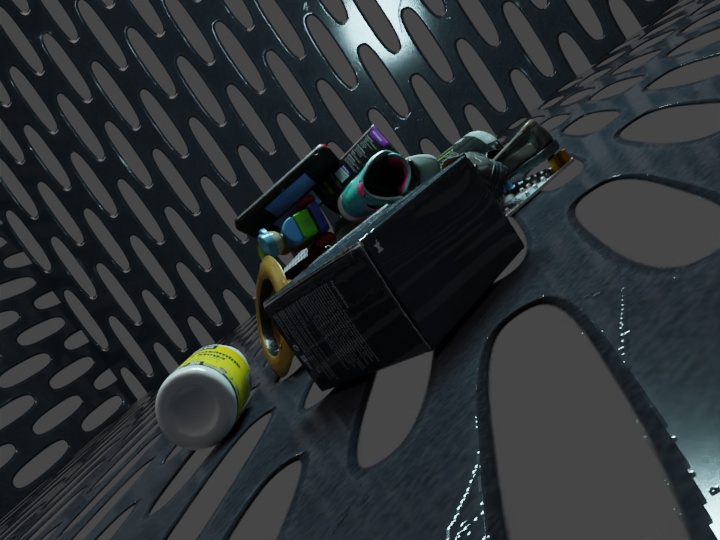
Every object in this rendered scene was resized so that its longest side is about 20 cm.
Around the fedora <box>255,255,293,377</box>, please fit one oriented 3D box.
[{"bbox_3d":[-0.108,0.069,1.029,0.080,0.206,0.200,-5,-7,-22],"label":"fedora"}]

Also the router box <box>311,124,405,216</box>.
[{"bbox_3d":[0.016,-0.156,1.161,0.149,0.051,0.199,-44,-20,10],"label":"router box"}]

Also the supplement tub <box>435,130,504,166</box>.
[{"bbox_3d":[0.171,-0.154,1.192,0.199,0.124,0.122,-38,5,-21],"label":"supplement tub"}]

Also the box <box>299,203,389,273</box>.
[{"bbox_3d":[0.000,0.000,1.029,0.131,0.116,0.200,-39,3,-17],"label":"box"}]

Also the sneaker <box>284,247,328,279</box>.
[{"bbox_3d":[-0.117,0.046,1.221,0.111,0.077,0.203,-30,-32,-36],"label":"sneaker"}]

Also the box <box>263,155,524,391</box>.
[{"bbox_3d":[0.034,0.006,0.702,0.199,0.125,0.196,-40,5,-39],"label":"box"}]

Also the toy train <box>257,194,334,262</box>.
[{"bbox_3d":[-0.125,-0.045,1.115,0.114,0.086,0.200,-28,-4,-20],"label":"toy train"}]

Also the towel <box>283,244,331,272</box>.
[{"bbox_3d":[-0.121,0.028,1.429,0.200,0.085,0.167,-42,20,35],"label":"towel"}]

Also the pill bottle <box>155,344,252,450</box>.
[{"bbox_3d":[-0.220,0.174,0.965,0.112,0.113,0.200,-35,5,3],"label":"pill bottle"}]

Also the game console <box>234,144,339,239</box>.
[{"bbox_3d":[-0.110,-0.124,1.120,0.199,0.031,0.177,-41,-10,5],"label":"game console"}]

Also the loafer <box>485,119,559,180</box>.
[{"bbox_3d":[0.232,-0.179,1.046,0.072,0.063,0.199,-40,7,-29],"label":"loafer"}]

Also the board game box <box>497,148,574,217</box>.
[{"bbox_3d":[0.210,-0.103,1.029,0.199,0.026,0.200,-39,6,-19],"label":"board game box"}]

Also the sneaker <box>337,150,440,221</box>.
[{"bbox_3d":[0.064,-0.150,1.040,0.197,0.085,0.121,-28,-2,-22],"label":"sneaker"}]

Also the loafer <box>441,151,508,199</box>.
[{"bbox_3d":[0.160,-0.158,1.023,0.200,0.071,0.074,-144,73,-75],"label":"loafer"}]

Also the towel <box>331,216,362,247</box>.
[{"bbox_3d":[0.007,-0.068,1.213,0.151,0.023,0.201,-35,-19,-22],"label":"towel"}]
